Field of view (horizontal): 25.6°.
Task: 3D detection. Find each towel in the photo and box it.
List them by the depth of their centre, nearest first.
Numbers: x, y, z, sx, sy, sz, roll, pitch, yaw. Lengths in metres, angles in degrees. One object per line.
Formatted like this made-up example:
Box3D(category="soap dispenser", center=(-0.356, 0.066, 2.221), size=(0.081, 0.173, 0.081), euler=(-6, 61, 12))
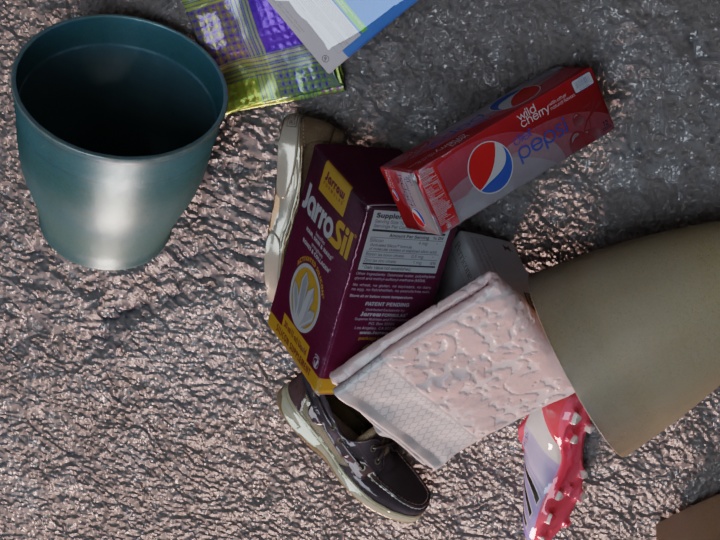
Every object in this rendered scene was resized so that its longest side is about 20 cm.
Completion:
Box3D(category="towel", center=(0.095, 0.100, 1.474), size=(0.190, 0.032, 0.200), euler=(-32, 139, 14))
Box3D(category="towel", center=(-0.102, -0.249, 1.489), size=(0.143, 0.023, 0.201), euler=(-8, 113, 22))

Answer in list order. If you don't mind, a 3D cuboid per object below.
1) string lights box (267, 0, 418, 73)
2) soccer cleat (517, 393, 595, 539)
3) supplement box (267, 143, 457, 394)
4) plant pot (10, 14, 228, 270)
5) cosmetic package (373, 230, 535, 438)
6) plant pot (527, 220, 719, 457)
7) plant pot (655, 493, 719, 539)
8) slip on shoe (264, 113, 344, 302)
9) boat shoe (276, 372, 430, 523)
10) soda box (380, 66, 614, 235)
Box3D(category="string lights box", center=(0.017, -0.278, 1.398), size=(0.200, 0.059, 0.103), euler=(-36, 102, 23))
Box3D(category="soccer cleat", center=(0.188, 0.190, 1.601), size=(0.076, 0.066, 0.201), euler=(34, 133, 35))
Box3D(category="supplement box", center=(0.000, 0.000, 1.492), size=(0.102, 0.131, 0.201), euler=(2, 117, -28))
Box3D(category="plant pot", center=(-0.238, -0.108, 1.518), size=(0.199, 0.201, 0.189), euler=(23, 136, 6))
Box3D(category="cosmetic package", center=(0.082, 0.067, 1.533), size=(0.074, 0.102, 0.200), euler=(13, 129, -33))
Box3D(category="plant pot", center=(0.283, 0.041, 1.429), size=(0.199, 0.187, 0.188), euler=(-28, 105, 14))
Box3D(category="plant pot", center=(0.414, 0.305, 1.508), size=(0.177, 0.200, 0.200), euler=(-42, 98, 20))
Box3D(category="slip on shoe", center=(-0.055, -0.055, 1.549), size=(0.060, 0.076, 0.201), euler=(9, 113, 3))
Box3D(category="boat shoe", center=(0.001, 0.179, 1.648), size=(0.200, 0.072, 0.065), euler=(45, 126, 0))
Box3D(category="soda box", center=(0.121, -0.108, 1.389), size=(0.070, 0.199, 0.064), euler=(17, 134, 64))
